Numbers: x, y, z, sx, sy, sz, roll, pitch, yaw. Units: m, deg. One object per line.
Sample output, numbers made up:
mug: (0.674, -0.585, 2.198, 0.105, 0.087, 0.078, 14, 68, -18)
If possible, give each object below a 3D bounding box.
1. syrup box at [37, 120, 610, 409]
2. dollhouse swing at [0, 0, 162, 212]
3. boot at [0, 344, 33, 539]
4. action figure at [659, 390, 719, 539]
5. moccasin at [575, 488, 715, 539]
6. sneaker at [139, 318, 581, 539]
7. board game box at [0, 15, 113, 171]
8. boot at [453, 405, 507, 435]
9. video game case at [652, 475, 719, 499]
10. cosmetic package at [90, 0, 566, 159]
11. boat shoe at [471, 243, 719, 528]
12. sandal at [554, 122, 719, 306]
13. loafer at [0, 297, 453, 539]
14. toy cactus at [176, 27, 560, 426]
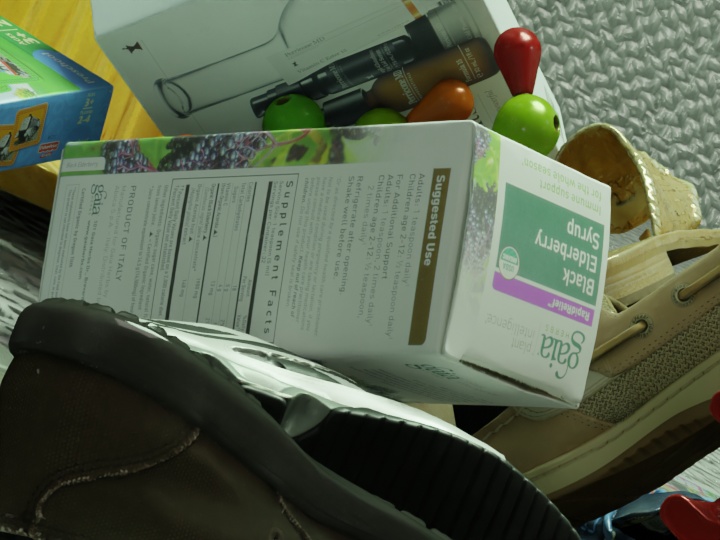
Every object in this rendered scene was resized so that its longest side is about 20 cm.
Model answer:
syrup box: (-0.017, 0.000, 0.883, 0.199, 0.082, 0.078, -2, -15, 41)
dollhouse swing: (-0.136, -0.109, 1.171, 0.199, 0.183, 0.176, 25, -10, -22)
boot: (-0.171, -0.005, 0.716, 0.182, 0.073, 0.200, 39, 6, -42)
action figure: (0.184, 0.093, 0.874, 0.099, 0.066, 0.200, 30, 6, 26)
moccasin: (0.115, 0.113, 0.929, 0.080, 0.069, 0.200, 22, 11, -36)
sneaker: (-0.017, 0.059, 0.811, 0.199, 0.074, 0.089, 27, 10, -9)
board game box: (-0.215, -0.081, 0.982, 0.151, 0.037, 0.200, 32, 26, 25)
boot: (0.089, 0.042, 1.126, 0.167, 0.077, 0.200, 3, 13, -39)
video game case: (0.133, 0.113, 1.161, 0.143, 0.018, 0.200, 28, 9, -8)
cosmetic package: (-0.008, -0.082, 1.083, 0.200, 0.150, 0.052, 56, 20, -51)
boat shoe: (0.090, 0.040, 0.881, 0.065, 0.199, 0.071, 66, 17, 18)
sandal: (0.106, -0.027, 1.051, 0.070, 0.077, 0.212, 70, 21, -1)
loafer: (-0.028, 0.086, 0.677, 0.200, 0.072, 0.073, 39, -20, -28)
toy cactus: (0.000, 0.000, 1.014, 0.102, 0.199, 0.166, 50, 19, -76)
